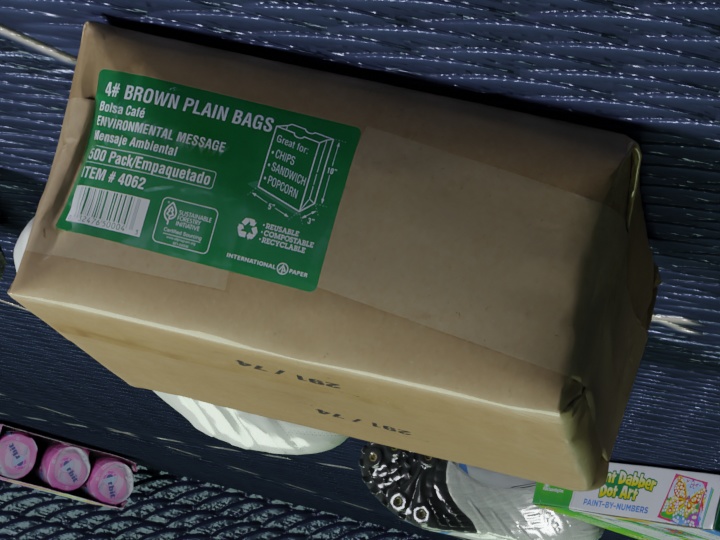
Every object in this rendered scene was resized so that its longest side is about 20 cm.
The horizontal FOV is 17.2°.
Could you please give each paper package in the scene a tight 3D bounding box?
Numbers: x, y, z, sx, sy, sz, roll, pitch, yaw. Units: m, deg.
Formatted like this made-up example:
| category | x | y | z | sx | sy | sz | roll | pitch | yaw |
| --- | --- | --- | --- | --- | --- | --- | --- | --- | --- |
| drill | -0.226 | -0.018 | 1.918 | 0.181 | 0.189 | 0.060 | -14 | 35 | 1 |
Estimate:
| category | x | y | z | sx | sy | sz | roll | pitch | yaw |
| --- | --- | --- | --- | --- | --- | --- | --- | --- | --- |
| paper package | 0.000 | 0.000 | 0.858 | 0.200 | 0.104 | 0.191 | 13 | 169 | 11 |

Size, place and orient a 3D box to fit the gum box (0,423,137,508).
| category | x | y | z | sx | sy | sz | roll | pitch | yaw |
| --- | --- | --- | --- | --- | --- | --- | --- | --- | --- |
| gum box | -0.389 | 0.245 | 2.983 | 0.200 | 0.066 | 0.113 | 19 | 171 | -28 |

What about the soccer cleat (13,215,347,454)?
| category | x | y | z | sx | sy | sz | roll | pitch | yaw |
| --- | --- | --- | --- | --- | --- | --- | --- | --- | --- |
| soccer cleat | -0.092 | 0.034 | 1.220 | 0.200 | 0.069 | 0.078 | 29 | 165 | 4 |

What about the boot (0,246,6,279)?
| category | x | y | z | sx | sy | sz | roll | pitch | yaw |
| --- | --- | --- | --- | --- | --- | --- | --- | --- | --- |
| boot | -0.269 | -0.031 | 1.225 | 0.182 | 0.073 | 0.200 | 18 | 177 | -9 |

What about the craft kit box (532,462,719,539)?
| category | x | y | z | sx | sy | sz | roll | pitch | yaw |
| --- | --- | --- | --- | --- | --- | --- | --- | --- | --- |
| craft kit box | 0.263 | 0.184 | 1.732 | 0.200 | 0.049 | 0.197 | 21 | 166 | -34 |

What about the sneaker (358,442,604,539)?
| category | x | y | z | sx | sy | sz | roll | pitch | yaw |
| --- | --- | --- | --- | --- | --- | --- | --- | --- | --- |
| sneaker | 0.095 | 0.177 | 1.866 | 0.200 | 0.072 | 0.072 | 16 | 180 | 9 |
